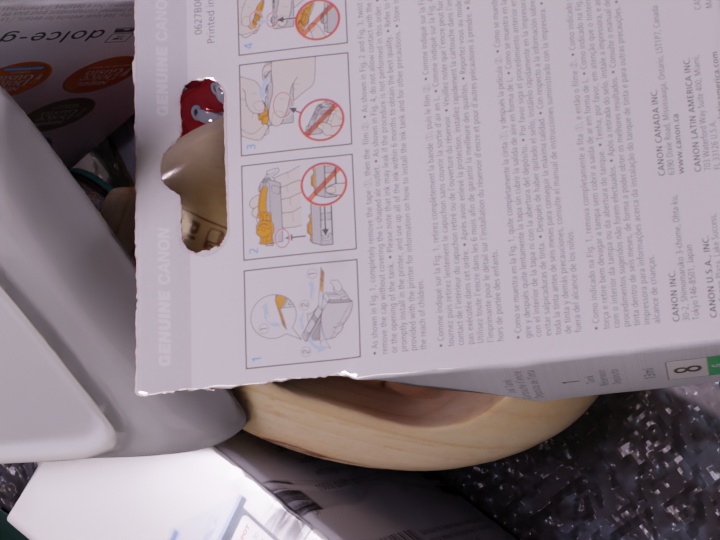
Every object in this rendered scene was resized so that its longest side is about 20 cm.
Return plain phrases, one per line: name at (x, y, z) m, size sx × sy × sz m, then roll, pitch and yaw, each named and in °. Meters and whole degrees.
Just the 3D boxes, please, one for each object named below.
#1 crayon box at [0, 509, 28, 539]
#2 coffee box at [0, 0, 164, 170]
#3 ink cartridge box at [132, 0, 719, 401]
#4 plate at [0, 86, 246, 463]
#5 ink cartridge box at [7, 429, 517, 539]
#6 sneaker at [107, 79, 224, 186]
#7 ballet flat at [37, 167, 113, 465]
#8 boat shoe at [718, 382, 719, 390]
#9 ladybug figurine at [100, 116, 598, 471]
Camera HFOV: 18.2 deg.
crayon box at (-0.216, 0.232, 1.130) m, size 0.051 × 0.127 × 0.200 m, roll 30°, pitch 129°, yaw 24°
coffee box at (-0.191, -0.140, 0.829) m, size 0.198 × 0.199 × 0.200 m, roll -33°, pitch 70°, yaw 46°
ink cartridge box at (0.028, -0.036, 0.735) m, size 0.199 × 0.050 × 0.161 m, roll -7°, pitch 67°, yaw 11°
plate at (-0.165, 0.016, 0.774) m, size 0.199 × 0.032 × 0.200 m, roll -5°, pitch 142°, yaw 23°
ink cartridge box at (-0.015, 0.118, 0.884) m, size 0.200 × 0.146 × 0.086 m, roll 35°, pitch 103°, yaw 19°
sneaker at (-0.033, -0.044, 0.879) m, size 0.112 × 0.071 × 0.200 m, roll -33°, pitch 88°, yaw 47°
ballet flat at (-0.118, 0.040, 0.947) m, size 0.068 × 0.067 × 0.200 m, roll 28°, pitch 150°, yaw 20°
boat shoe at (0.170, -0.028, 0.731) m, size 0.084 × 0.069 × 0.200 m, roll 48°, pitch 139°, yaw 26°
ladybug figurine at (0.000, 0.000, 0.828) m, size 0.200 × 0.072 × 0.136 m, roll 20°, pitch 109°, yaw -18°
